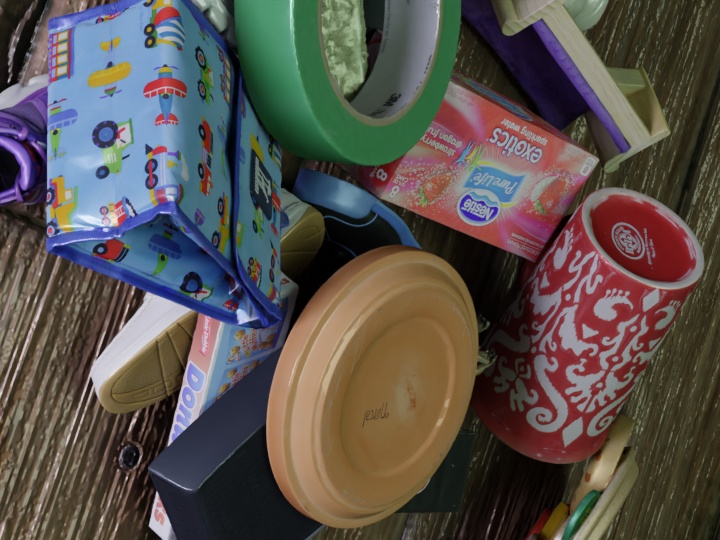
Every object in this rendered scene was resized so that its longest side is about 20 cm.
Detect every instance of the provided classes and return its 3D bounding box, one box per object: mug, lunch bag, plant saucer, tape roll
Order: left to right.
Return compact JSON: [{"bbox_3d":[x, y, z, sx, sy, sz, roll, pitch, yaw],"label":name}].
[{"bbox_3d":[-0.102,-0.058,0.992,0.200,0.093,0.152,37,45,-58],"label":"lunch bag"},{"bbox_3d":[-0.003,-0.170,1.043,0.200,0.048,0.203,-17,110,-55],"label":"tape roll"},{"bbox_3d":[0.017,0.084,1.106,0.199,0.032,0.203,-20,119,-41],"label":"plant saucer"},{"bbox_3d":[0.170,0.026,1.291,0.132,0.178,0.201,-12,145,-35],"label":"mug"}]

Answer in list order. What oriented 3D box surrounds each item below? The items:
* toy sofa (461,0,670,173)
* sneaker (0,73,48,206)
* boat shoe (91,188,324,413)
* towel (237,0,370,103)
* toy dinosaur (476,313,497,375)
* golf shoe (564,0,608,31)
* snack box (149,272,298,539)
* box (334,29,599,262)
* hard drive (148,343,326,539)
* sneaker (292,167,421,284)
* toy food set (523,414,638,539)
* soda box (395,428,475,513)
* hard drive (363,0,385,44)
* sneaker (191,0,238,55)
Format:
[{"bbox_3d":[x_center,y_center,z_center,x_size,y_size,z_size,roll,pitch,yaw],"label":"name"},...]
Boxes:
[{"bbox_3d":[0.161,-0.166,1.284,0.097,0.083,0.200,-29,136,16],"label":"toy sofa"},{"bbox_3d":[-0.202,-0.066,0.970,0.199,0.083,0.082,-24,116,-41],"label":"sneaker"},{"bbox_3d":[-0.115,0.015,1.095,0.200,0.069,0.071,-41,153,-21],"label":"boat shoe"},{"bbox_3d":[-0.064,-0.176,1.082,0.147,0.036,0.202,-12,112,-17],"label":"towel"},{"bbox_3d":[0.047,0.080,1.222,0.199,0.058,0.101,5,133,-52],"label":"toy dinosaur"},{"bbox_3d":[0.174,-0.299,1.307,0.091,0.075,0.203,7,94,-43],"label":"golf shoe"},{"bbox_3d":[-0.096,0.097,1.107,0.072,0.024,0.202,-17,134,-44],"label":"snack box"},{"bbox_3d":[0.075,-0.091,1.221,0.199,0.095,0.103,21,106,-47],"label":"box"},{"bbox_3d":[-0.047,0.125,1.110,0.200,0.042,0.136,-39,131,-29],"label":"hard drive"},{"bbox_3d":[0.000,0.000,1.191,0.200,0.070,0.078,44,67,-51],"label":"sneaker"},{"bbox_3d":[0.176,0.229,1.392,0.198,0.048,0.201,-50,171,-34],"label":"toy food set"},{"bbox_3d":[-0.001,0.148,1.242,0.199,0.063,0.072,9,95,-45],"label":"soda box"},{"bbox_3d":[0.009,-0.243,1.178,0.199,0.033,0.141,17,88,-46],"label":"hard drive"},{"bbox_3d":[-0.105,-0.221,0.997,0.091,0.077,0.200,-44,115,-9],"label":"sneaker"}]
